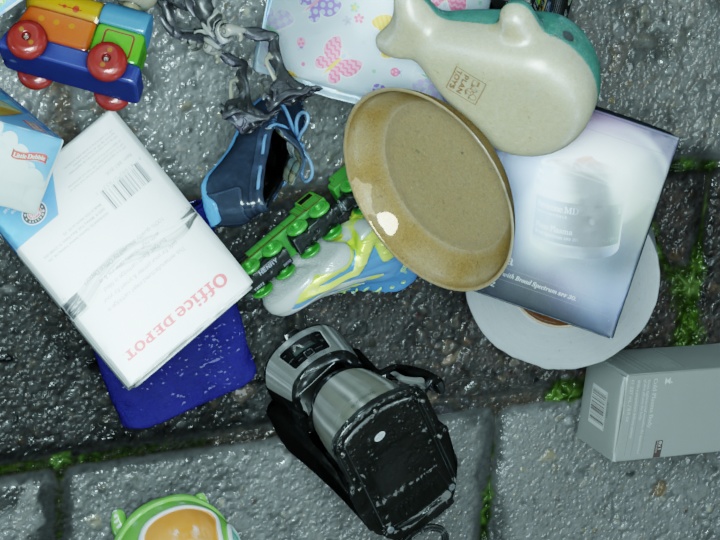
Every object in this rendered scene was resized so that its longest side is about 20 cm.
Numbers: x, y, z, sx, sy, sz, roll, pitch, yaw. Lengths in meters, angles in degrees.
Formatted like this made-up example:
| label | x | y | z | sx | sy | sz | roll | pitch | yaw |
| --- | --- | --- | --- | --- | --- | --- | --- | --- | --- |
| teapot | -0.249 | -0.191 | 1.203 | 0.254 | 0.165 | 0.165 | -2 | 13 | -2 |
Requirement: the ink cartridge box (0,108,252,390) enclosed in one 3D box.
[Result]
| label | x | y | z | sx | sy | sz | roll | pitch | yaw |
| --- | --- | --- | --- | --- | --- | --- | --- | --- | --- |
| ink cartridge box | -0.212 | -0.015 | 1.553 | 0.144 | 0.084 | 0.201 | -39 | 91 | -10 |

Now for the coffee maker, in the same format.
| label | x | y | z | sx | sy | sz | roll | pitch | yaw |
| --- | --- | --- | --- | --- | --- | --- | --- | --- | --- |
| coffee maker | -0.003 | 0.171 | 1.722 | 0.133 | 0.200 | 0.194 | -10 | 111 | -23 |

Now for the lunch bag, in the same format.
| label | x | y | z | sx | sy | sz | roll | pitch | yaw |
| --- | --- | --- | --- | --- | --- | --- | --- | --- | --- |
| lunch bag | 0.013 | -0.241 | 1.617 | 0.198 | 0.127 | 0.172 | 13 | 104 | -5 |

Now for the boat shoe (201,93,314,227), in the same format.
| label | x | y | z | sx | sy | sz | roll | pitch | yaw |
| --- | --- | --- | --- | --- | --- | --- | --- | --- | --- |
| boat shoe | -0.078 | -0.095 | 1.594 | 0.068 | 0.201 | 0.085 | -4 | 127 | 22 |

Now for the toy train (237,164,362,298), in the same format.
| label | x | y | z | sx | sy | sz | roll | pitch | yaw |
| --- | --- | --- | --- | --- | --- | --- | --- | --- | --- |
| toy train | -0.049 | -0.046 | 1.695 | 0.200 | 0.056 | 0.042 | -40 | 123 | -15 |

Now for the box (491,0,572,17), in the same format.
| label | x | y | z | sx | sy | sz | roll | pitch | yaw |
| --- | --- | --- | --- | --- | --- | --- | --- | --- | --- |
| box | 0.176 | -0.306 | 1.631 | 0.200 | 0.047 | 0.195 | 46 | 62 | -73 |

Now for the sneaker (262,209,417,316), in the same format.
| label | x | y | z | sx | sy | sz | roll | pitch | yaw |
| --- | --- | --- | --- | --- | --- | --- | --- | --- | --- |
| sneaker | 0.000 | 0.000 | 1.733 | 0.199 | 0.076 | 0.106 | -39 | 123 | -11 |

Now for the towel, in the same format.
| label | x | y | z | sx | sy | sz | roll | pitch | yaw |
| --- | --- | --- | --- | --- | --- | --- | --- | --- | --- |
| towel | -0.189 | 0.041 | 1.666 | 0.146 | 0.050 | 0.202 | -22 | 119 | -12 |

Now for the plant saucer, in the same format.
| label | x | y | z | sx | sy | sz | roll | pitch | yaw |
| --- | --- | --- | --- | --- | --- | --- | --- | --- | --- |
| plant saucer | 0.068 | -0.078 | 1.567 | 0.035 | 0.199 | 0.202 | -36 | 124 | -35 |

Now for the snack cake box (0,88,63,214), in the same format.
| label | x | y | z | sx | sy | sz | roll | pitch | yaw |
| --- | --- | --- | --- | --- | --- | --- | --- | --- | --- |
| snack cake box | -0.332 | -0.116 | 1.431 | 0.114 | 0.200 | 0.068 | 17 | 100 | -33 |

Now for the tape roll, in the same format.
| label | x | y | z | sx | sy | sz | roll | pitch | yaw |
| --- | --- | --- | --- | --- | --- | --- | --- | --- | --- |
| tape roll | 0.205 | -0.003 | 1.794 | 0.198 | 0.066 | 0.203 | 2 | 111 | 4 |

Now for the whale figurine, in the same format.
| label | x | y | z | sx | sy | sz | roll | pitch | yaw |
| --- | --- | --- | --- | --- | --- | --- | --- | --- | --- |
| whale figurine | 0.116 | -0.188 | 1.532 | 0.198 | 0.160 | 0.104 | 27 | 52 | 1 |

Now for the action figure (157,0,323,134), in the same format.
| label | x | y | z | sx | sy | sz | roll | pitch | yaw |
| --- | --- | --- | --- | --- | --- | --- | --- | --- | --- |
| action figure | -0.118 | -0.226 | 1.558 | 0.102 | 0.118 | 0.202 | -22 | 83 | -58 |

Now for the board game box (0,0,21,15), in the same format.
| label | x | y | z | sx | sy | sz | roll | pitch | yaw |
| --- | --- | --- | --- | --- | --- | --- | --- | --- | --- |
| board game box | -0.301 | -0.250 | 1.426 | 0.199 | 0.151 | 0.037 | -37 | 123 | -11 |

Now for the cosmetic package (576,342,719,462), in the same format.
| label | x | y | z | sx | sy | sz | roll | pitch | yaw |
| --- | --- | --- | --- | --- | --- | --- | --- | --- | --- |
| cosmetic package | 0.349 | 0.146 | 1.975 | 0.198 | 0.090 | 0.108 | -3 | 108 | -24 |

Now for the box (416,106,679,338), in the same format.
| label | x | y | z | sx | sy | sz | roll | pitch | yaw |
| --- | --- | --- | --- | --- | --- | --- | --- | --- | --- |
| box | 0.176 | -0.066 | 1.672 | 0.198 | 0.123 | 0.201 | 18 | 96 | 4 |

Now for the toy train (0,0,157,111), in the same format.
| label | x | y | z | sx | sy | sz | roll | pitch | yaw |
| --- | --- | --- | --- | --- | --- | --- | --- | --- | --- |
| toy train | -0.271 | -0.221 | 1.502 | 0.198 | 0.085 | 0.117 | 15 | 74 | 1 |

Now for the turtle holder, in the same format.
| label | x | y | z | sx | sy | sz | roll | pitch | yaw |
| --- | --- | --- | --- | --- | --- | --- | --- | --- | --- |
| turtle holder | -0.179 | 0.321 | 1.725 | 0.140 | 0.132 | 0.187 | 13 | 102 | -32 |
